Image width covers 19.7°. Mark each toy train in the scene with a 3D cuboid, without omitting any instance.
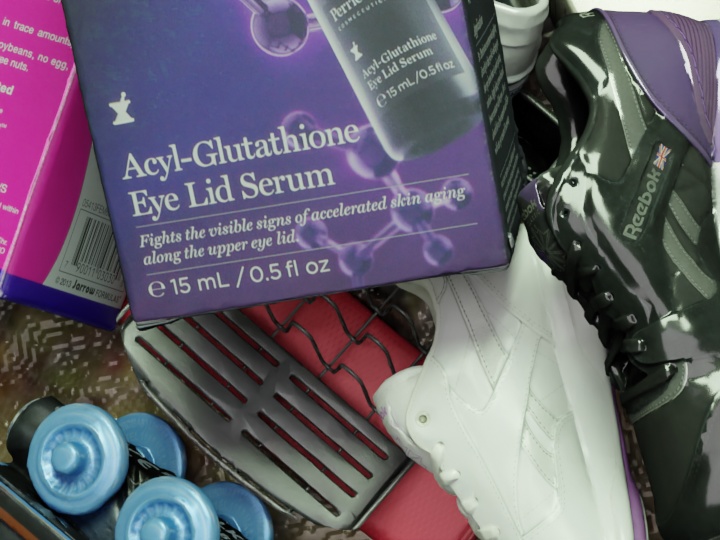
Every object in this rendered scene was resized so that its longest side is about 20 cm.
[{"bbox_3d":[-0.086,0.139,0.861,0.199,0.087,0.115,35,95,21],"label":"toy train"}]

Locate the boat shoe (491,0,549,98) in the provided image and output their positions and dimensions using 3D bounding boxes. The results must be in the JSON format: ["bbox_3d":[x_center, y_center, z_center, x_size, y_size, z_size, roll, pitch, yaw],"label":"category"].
[{"bbox_3d":[0.023,-0.164,0.868,0.073,0.066,0.201,-19,65,-32],"label":"boat shoe"}]

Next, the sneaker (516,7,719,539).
[{"bbox_3d":[0.096,0.002,0.741,0.087,0.076,0.202,6,69,-12],"label":"sneaker"}]

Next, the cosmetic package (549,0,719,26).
[{"bbox_3d":[0.136,-0.076,0.849,0.071,0.105,0.201,-26,83,3],"label":"cosmetic package"}]

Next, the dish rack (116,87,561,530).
[{"bbox_3d":[0.000,0.000,0.873,0.153,0.055,0.200,39,79,10],"label":"dish rack"}]

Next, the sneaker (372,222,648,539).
[{"bbox_3d":[0.059,0.079,0.804,0.099,0.075,0.202,-8,73,1],"label":"sneaker"}]

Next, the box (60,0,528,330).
[{"bbox_3d":[-0.027,-0.096,0.768,0.146,0.104,0.202,-10,104,11],"label":"box"}]

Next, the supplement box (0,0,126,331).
[{"bbox_3d":[-0.133,-0.090,0.882,0.103,0.101,0.202,20,88,23],"label":"supplement box"}]

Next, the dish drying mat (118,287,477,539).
[{"bbox_3d":[-0.021,0.046,0.905,0.200,0.018,0.077,39,91,9],"label":"dish drying mat"}]
